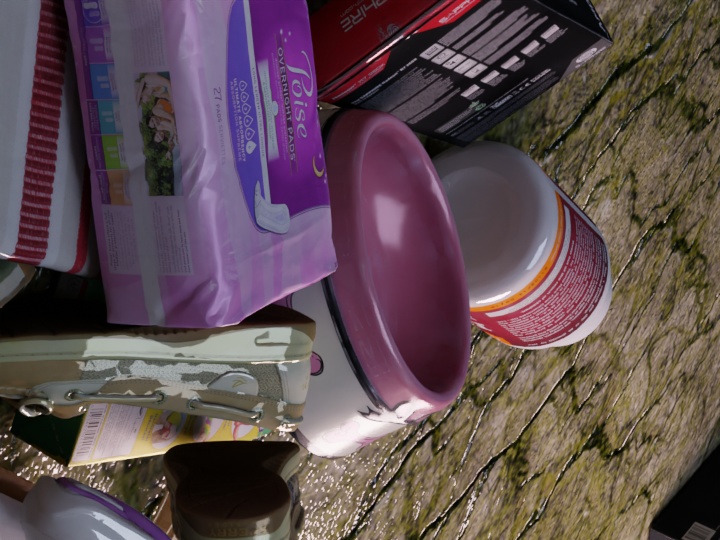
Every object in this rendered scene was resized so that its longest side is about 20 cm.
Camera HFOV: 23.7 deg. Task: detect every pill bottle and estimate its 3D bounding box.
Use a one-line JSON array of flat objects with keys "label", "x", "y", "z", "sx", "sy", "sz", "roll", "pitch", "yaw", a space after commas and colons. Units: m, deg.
[{"label": "pill bottle", "x": 0.110, "y": -0.009, "z": 1.203, "sx": 0.114, "sy": 0.113, "sz": 0.200, "roll": -64, "pitch": 152, "yaw": -4}]

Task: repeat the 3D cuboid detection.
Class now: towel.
[{"label": "towel", "x": -0.151, "y": -0.077, "z": 0.744, "sx": 0.200, "sy": 0.023, "sz": 0.145, "roll": 17, "pitch": 74, "yaw": -61}]

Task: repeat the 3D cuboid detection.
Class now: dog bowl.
[{"label": "dog bowl", "x": 0.000, "y": 0.000, "z": 0.957, "sx": 0.200, "sy": 0.073, "sz": 0.202, "roll": -13, "pitch": 90, "yaw": -68}]

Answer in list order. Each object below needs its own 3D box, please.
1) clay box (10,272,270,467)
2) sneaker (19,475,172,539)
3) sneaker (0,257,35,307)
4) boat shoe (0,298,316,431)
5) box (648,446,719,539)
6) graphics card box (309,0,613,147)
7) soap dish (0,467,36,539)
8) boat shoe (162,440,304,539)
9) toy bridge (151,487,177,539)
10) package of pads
[{"label": "clay box", "x": -0.098, "y": 0.040, "z": 0.948, "sx": 0.200, "sy": 0.047, "sz": 0.116, "roll": 1, "pitch": 111, "yaw": -62}, {"label": "sneaker", "x": -0.124, "y": 0.176, "z": 0.802, "sx": 0.100, "sy": 0.075, "sz": 0.201, "roll": -50, "pitch": 149, "yaw": -31}, {"label": "sneaker", "x": -0.205, "y": -0.001, "z": 0.705, "sx": 0.090, "sy": 0.067, "sz": 0.200, "roll": 63, "pitch": 23, "yaw": -12}, {"label": "boat shoe", "x": -0.117, "y": 0.050, "z": 0.820, "sx": 0.199, "sy": 0.073, "sz": 0.064, "roll": -1, "pitch": 103, "yaw": -28}, {"label": "box", "x": 0.408, "y": 0.314, "z": 2.011, "sx": 0.200, "sy": 0.079, "sz": 0.142, "roll": -37, "pitch": 138, "yaw": -43}, {"label": "graphics card box", "x": 0.058, "y": -0.137, "z": 1.017, "sx": 0.125, "sy": 0.051, "sz": 0.200, "roll": -35, "pitch": 160, "yaw": 22}, {"label": "soap dish", "x": -0.199, "y": 0.173, "z": 0.838, "sx": 0.158, "sy": 0.081, "sz": 0.200, "roll": -61, "pitch": 152, "yaw": -10}, {"label": "boat shoe", "x": -0.065, "y": 0.127, "z": 0.875, "sx": 0.200, "sy": 0.073, "sz": 0.063, "roll": -93, "pitch": 180, "yaw": -84}, {"label": "toy bridge", "x": -0.129, "y": 0.207, "z": 1.045, "sx": 0.067, "sy": 0.027, "sz": 0.201, "roll": -7, "pitch": 117, "yaw": -57}, {"label": "package of pads", "x": -0.072, "y": -0.082, "z": 0.789, "sx": 0.120, "sy": 0.075, "sz": 0.201, "roll": -28, "pitch": 115, "yaw": -58}]
